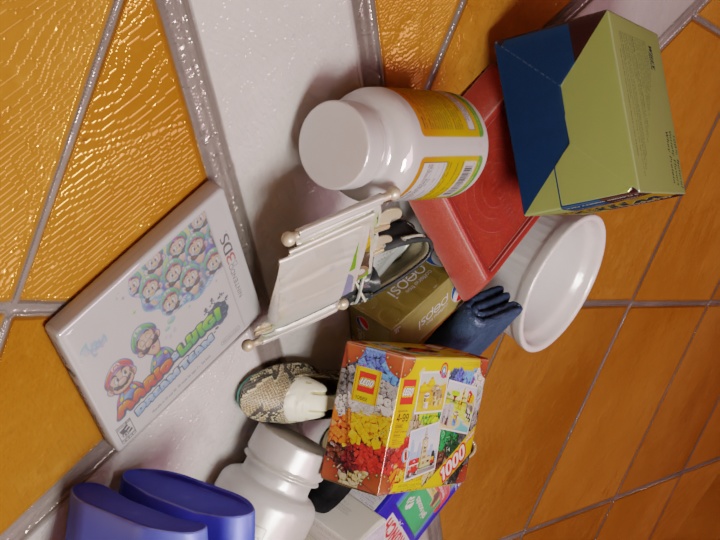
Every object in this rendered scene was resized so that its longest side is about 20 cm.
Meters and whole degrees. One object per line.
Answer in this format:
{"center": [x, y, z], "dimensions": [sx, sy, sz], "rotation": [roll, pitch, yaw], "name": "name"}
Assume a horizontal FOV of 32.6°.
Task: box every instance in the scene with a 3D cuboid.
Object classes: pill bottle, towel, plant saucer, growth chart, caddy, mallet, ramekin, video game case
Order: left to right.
{"center": [-0.185, 0.259, 1.135], "dimensions": [0.141, 0.199, 0.105], "rotation": [-5, 104, -53], "name": "caddy"}
{"center": [-0.179, 0.044, 1.117], "dimensions": [0.200, 0.024, 0.182], "rotation": [-45, 147, -25], "name": "video game case"}
{"center": [-0.113, 0.269, 1.323], "dimensions": [0.201, 0.114, 0.114], "rotation": [-63, 151, 1], "name": "pill bottle"}
{"center": [-0.035, 0.001, 1.188], "dimensions": [0.144, 0.018, 0.200], "rotation": [-21, 152, -30], "name": "growth chart"}
{"center": [-0.009, 0.187, 1.419], "dimensions": [0.066, 0.041, 0.200], "rotation": [-50, -169, 45], "name": "mallet"}
{"center": [0.031, -0.123, 1.207], "dimensions": [0.200, 0.111, 0.111], "rotation": [-8, 122, -54], "name": "pill bottle"}
{"center": [0.107, 0.100, 1.528], "dimensions": [0.111, 0.049, 0.200], "rotation": [-16, 152, -51], "name": "towel"}
{"center": [0.148, -0.098, 1.407], "dimensions": [0.200, 0.037, 0.200], "rotation": [-50, 129, -26], "name": "plant saucer"}
{"center": [0.233, -0.002, 1.641], "dimensions": [0.200, 0.098, 0.201], "rotation": [-38, 145, -34], "name": "ramekin"}

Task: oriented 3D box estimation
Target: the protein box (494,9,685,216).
{"center": [0.264, -0.170, 1.401], "dimensions": [0.200, 0.134, 0.199], "rotation": [-6, 85, -61], "name": "protein box"}

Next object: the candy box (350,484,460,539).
{"center": [0.047, 0.294, 1.634], "dimensions": [0.200, 0.077, 0.169], "rotation": [-47, 148, -21], "name": "candy box"}

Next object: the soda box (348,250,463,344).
{"center": [0.075, 0.019, 1.444], "dimensions": [0.200, 0.068, 0.064], "rotation": [-41, 146, -31], "name": "soda box"}

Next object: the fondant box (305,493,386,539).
{"center": [-0.045, 0.336, 1.459], "dimensions": [0.058, 0.144, 0.201], "rotation": [-37, 143, -36], "name": "fondant box"}

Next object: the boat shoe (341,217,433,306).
{"center": [0.000, 0.000, 1.318], "dimensions": [0.200, 0.060, 0.076], "rotation": [-37, 144, -35], "name": "boat shoe"}

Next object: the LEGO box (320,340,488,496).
{"center": [0.052, 0.158, 1.351], "dimensions": [0.200, 0.077, 0.150], "rotation": [7, 95, -58], "name": "LEGO box"}

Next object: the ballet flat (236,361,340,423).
{"center": [-0.048, 0.137, 1.348], "dimensions": [0.200, 0.075, 0.068], "rotation": [8, 96, -58], "name": "ballet flat"}

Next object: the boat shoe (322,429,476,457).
{"center": [0.049, 0.212, 1.512], "dimensions": [0.199, 0.064, 0.072], "rotation": [0, 91, -29], "name": "boat shoe"}
